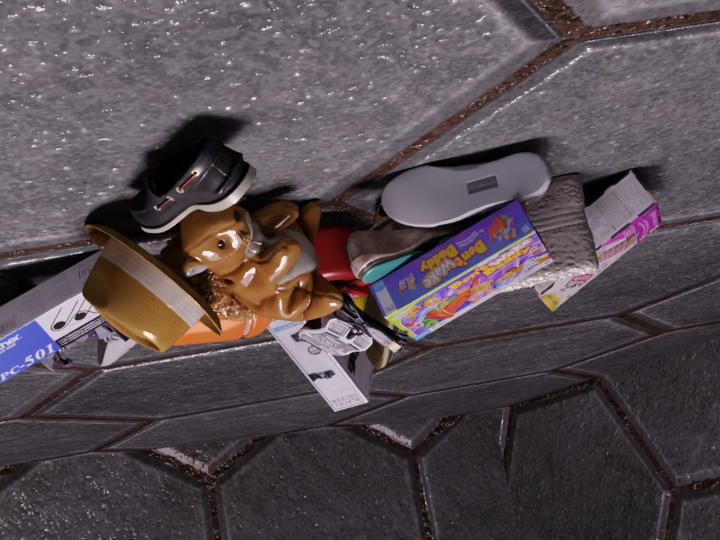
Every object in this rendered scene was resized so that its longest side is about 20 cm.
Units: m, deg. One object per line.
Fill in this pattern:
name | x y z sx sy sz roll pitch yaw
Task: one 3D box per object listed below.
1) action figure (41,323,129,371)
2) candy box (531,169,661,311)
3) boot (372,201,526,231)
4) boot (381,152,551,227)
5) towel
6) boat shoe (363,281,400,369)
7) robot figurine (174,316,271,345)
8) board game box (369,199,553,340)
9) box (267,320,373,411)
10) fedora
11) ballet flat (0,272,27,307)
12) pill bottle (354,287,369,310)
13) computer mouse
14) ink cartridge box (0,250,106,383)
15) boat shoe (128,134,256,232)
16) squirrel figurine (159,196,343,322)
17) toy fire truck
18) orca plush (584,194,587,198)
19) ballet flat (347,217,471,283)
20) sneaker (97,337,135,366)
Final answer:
action figure | -0.383 0.081 1.543 0.199 0.070 0.131 -24 -155 40
candy box | 0.313 -0.037 1.526 0.199 0.061 0.136 -39 161 8
boot | 0.114 -0.071 1.398 0.197 0.074 0.076 -8 156 -3
boot | 0.127 -0.087 1.324 0.197 0.075 0.096 -8 170 8
towel | 0.197 -0.040 1.435 0.197 0.134 0.035 -12 162 7
boat shoe | 0.047 0.046 1.599 0.065 0.203 0.072 -11 -152 -28
robot figurine | -0.197 0.037 1.482 0.198 0.117 0.145 -4 132 -22
board game box | 0.123 0.003 1.333 0.199 0.045 0.134 -31 158 10
box | -0.054 0.093 1.607 0.060 0.117 0.201 -19 127 24
fedora | -0.251 0.032 1.274 0.082 0.200 0.201 -52 174 -14
ballet flat | -0.446 0.056 1.466 0.072 0.074 0.200 -12 166 6
pill bottle | 0.024 0.046 1.701 0.198 0.106 0.104 -17 165 23
computer mouse | -0.020 0.069 1.410 0.109 0.044 0.200 30 163 -20
ink cartridge box | -0.388 0.059 1.399 0.199 0.044 0.094 -30 154 -7
boat shoe | -0.181 -0.088 1.120 0.063 0.074 0.200 40 151 -25
squirrel figurine | -0.151 -0.009 1.301 0.199 0.143 0.186 -24 155 35
toy fire truck | 0.000 0.000 1.450 0.198 0.130 0.176 -17 164 22
orca plush | 0.220 -0.053 1.526 0.198 0.072 0.105 -2 164 -30
ballet flat | 0.069 -0.039 1.331 0.198 0.068 0.068 -10 150 -35
sneaker | -0.334 0.097 1.701 0.114 0.075 0.200 -1 162 -24
